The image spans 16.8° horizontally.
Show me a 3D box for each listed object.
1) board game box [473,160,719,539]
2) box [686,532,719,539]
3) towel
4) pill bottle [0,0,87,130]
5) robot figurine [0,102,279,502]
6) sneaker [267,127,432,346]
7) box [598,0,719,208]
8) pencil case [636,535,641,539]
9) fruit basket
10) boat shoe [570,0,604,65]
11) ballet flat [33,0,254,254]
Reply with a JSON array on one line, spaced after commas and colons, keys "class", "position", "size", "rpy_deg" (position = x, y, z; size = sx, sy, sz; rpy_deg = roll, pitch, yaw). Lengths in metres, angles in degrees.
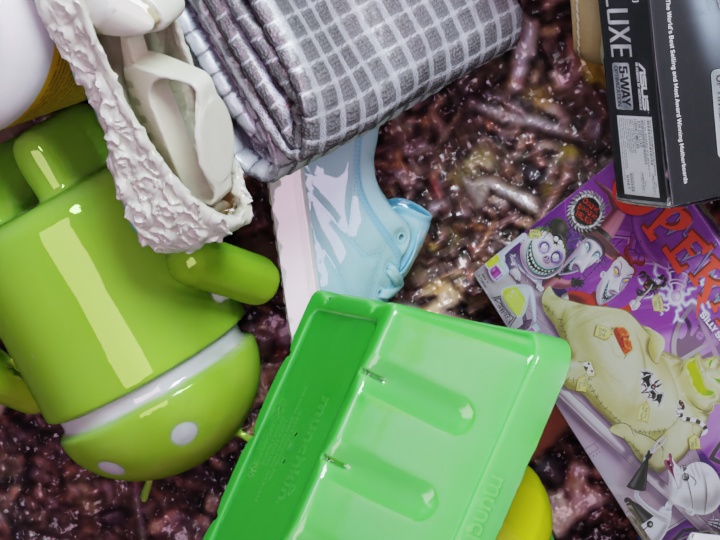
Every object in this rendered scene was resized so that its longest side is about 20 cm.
[{"class": "board game box", "position": [0.154, 0.047, 1.220], "size": [0.120, 0.032, 0.200], "rpy_deg": [-38, 69, 15]}, {"class": "box", "position": [0.232, 0.209, 1.194], "size": [0.199, 0.102, 0.113], "rpy_deg": [10, 127, -28]}, {"class": "towel", "position": [-0.028, -0.163, 1.183], "size": [0.085, 0.165, 0.201], "rpy_deg": [-26, 95, 53]}, {"class": "pill bottle", "position": [-0.177, -0.126, 1.173], "size": [0.112, 0.200, 0.113], "rpy_deg": [5, 105, 20]}, {"class": "robot figurine", "position": [-0.126, 0.019, 1.244], "size": [0.175, 0.116, 0.201], "rpy_deg": [-25, 98, 24]}, {"class": "sneaker", "position": [0.000, 0.000, 1.254], "size": [0.081, 0.074, 0.201], "rpy_deg": [-8, 104, 2]}, {"class": "box", "position": [0.190, -0.141, 1.186], "size": [0.157, 0.050, 0.201], "rpy_deg": [-11, 99, -28]}, {"class": "pencil case", "position": [0.207, 0.103, 1.248], "size": [0.087, 0.078, 0.201], "rpy_deg": [20, 104, -41]}, {"class": "fruit basket", "position": [0.038, 0.124, 1.207], "size": [0.215, 0.155, 0.217], "rpy_deg": [-2, 95, -26]}, {"class": "boat shoe", "position": [0.109, -0.201, 1.216], "size": [0.066, 0.074, 0.201], "rpy_deg": [1, 96, 16]}, {"class": "ballet flat", "position": [-0.096, -0.100, 1.116], "size": [0.071, 0.072, 0.201], "rpy_deg": [-17, 114, 8]}]
